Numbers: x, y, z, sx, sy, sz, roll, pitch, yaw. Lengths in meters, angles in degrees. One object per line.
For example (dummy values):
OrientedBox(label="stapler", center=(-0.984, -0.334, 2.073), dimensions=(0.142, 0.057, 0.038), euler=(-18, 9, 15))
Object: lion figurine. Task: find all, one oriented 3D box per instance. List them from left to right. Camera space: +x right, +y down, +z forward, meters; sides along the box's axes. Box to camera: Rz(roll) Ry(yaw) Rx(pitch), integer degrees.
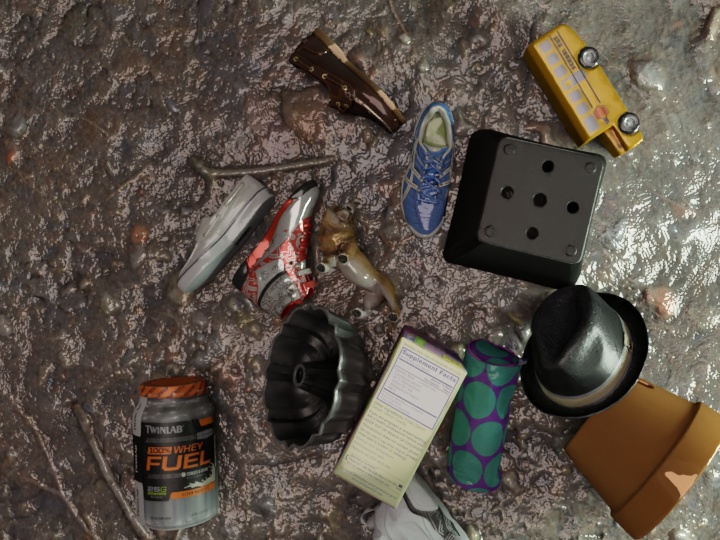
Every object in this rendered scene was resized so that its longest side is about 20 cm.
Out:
OrientedBox(label="lion figurine", center=(0.000, 0.000, 1.018), dimensions=(0.072, 0.123, 0.201), euler=(-27, 104, 21))

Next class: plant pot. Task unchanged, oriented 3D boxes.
OrientedBox(label="plant pot", center=(0.232, -0.087, 0.946), dimensions=(0.197, 0.177, 0.203), euler=(14, 92, 4))
OrientedBox(label="plant pot", center=(0.372, 0.234, 0.936), dimensions=(0.140, 0.200, 0.201), euler=(38, 94, 20))

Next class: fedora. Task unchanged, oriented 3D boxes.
OrientedBox(label="fedora", center=(0.284, 0.092, 0.931), dimensions=(0.200, 0.201, 0.092), euler=(-39, 123, 5))

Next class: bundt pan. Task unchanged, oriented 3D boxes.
OrientedBox(label="bundt pan", center=(-0.058, 0.153, 0.985), dimensions=(0.075, 0.201, 0.205), euler=(14, 93, -36))

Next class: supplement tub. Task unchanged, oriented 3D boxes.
OrientedBox(label="supplement tub", center=(-0.273, 0.264, 1.024), dimensions=(0.121, 0.123, 0.203), euler=(-3, 90, 6))

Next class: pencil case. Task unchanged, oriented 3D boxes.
OrientedBox(label="pencil case", center=(0.177, 0.206, 0.984), dimensions=(0.091, 0.085, 0.203), euler=(-1, 105, -36))

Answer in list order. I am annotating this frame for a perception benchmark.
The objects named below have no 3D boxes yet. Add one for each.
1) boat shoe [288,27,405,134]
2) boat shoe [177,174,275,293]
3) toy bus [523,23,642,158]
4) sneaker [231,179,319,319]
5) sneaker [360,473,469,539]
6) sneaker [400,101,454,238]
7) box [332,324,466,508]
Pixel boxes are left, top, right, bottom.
OrientedBox(label="boat shoe", center=(-0.021, -0.266, 1.023), dimensions=(0.070, 0.070, 0.200), euler=(-44, 78, -3))
OrientedBox(label="boat shoe", center=(-0.215, -0.057, 1.043), dimensions=(0.066, 0.072, 0.201), euler=(40, 93, 8))
OrientedBox(label="toy bus", center=(0.318, -0.249, 0.991), dimensions=(0.078, 0.065, 0.202), euler=(-31, 88, 5))
OrientedBox(label="sneaker", center=(-0.094, -0.025, 1.030), dimensions=(0.108, 0.067, 0.202), euler=(39, 99, 9))
OrientedBox(label="sneaker", center=(0.091, 0.403, 1.016), dimensions=(0.115, 0.075, 0.201), euler=(-39, 82, 5))
OrientedBox(label="sneaker", center=(0.097, -0.148, 1.008), dimensions=(0.074, 0.077, 0.203), euler=(4, 92, 4))
OrientedBox(label="box", center=(0.056, 0.192, 0.964), dimensions=(0.096, 0.176, 0.202), euler=(28, 93, 4))
